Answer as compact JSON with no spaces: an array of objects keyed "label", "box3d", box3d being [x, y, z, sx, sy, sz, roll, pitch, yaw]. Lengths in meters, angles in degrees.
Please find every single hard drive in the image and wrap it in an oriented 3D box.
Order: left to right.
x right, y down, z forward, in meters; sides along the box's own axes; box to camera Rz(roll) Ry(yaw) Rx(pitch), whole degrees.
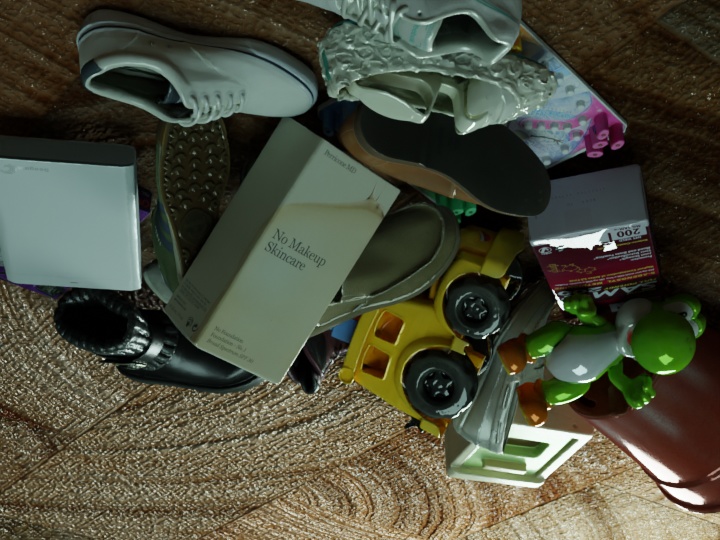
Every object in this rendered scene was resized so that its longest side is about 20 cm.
[{"label":"hard drive","box3d":[-0.271,-0.048,1.123,0.131,0.026,0.201,4,147,-6]}]

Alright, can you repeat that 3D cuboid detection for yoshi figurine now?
[{"label":"yoshi figurine","box3d":[0.239,0.079,1.174,0.199,0.113,0.113,-22,142,10]}]

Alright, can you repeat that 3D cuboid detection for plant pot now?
[{"label":"plant pot","box3d":[0.335,0.131,1.318,0.195,0.202,0.200,33,136,-29]}]

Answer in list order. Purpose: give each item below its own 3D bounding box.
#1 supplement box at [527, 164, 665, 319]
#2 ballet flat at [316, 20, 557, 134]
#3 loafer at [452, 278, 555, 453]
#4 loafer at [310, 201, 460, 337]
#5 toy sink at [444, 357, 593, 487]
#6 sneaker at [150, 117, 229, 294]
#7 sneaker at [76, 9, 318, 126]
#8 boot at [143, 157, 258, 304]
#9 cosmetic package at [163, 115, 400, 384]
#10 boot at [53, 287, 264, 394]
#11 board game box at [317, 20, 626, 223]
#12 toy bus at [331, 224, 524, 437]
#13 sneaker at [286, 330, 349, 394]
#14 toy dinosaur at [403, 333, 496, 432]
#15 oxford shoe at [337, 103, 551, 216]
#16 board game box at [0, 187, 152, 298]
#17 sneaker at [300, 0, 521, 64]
[{"label":"supplement box","box3d":[0.227,-0.022,1.159,0.108,0.061,0.200,-10,155,15]},{"label":"ballet flat","box3d":[0.060,-0.138,0.945,0.198,0.072,0.072,9,147,-15]},{"label":"loafer","box3d":[0.169,0.103,1.299,0.069,0.070,0.201,31,111,16]},{"label":"loafer","box3d":[0.000,0.000,1.113,0.199,0.076,0.067,-32,156,9]},{"label":"toy sink","box3d":[0.175,0.187,1.462,0.129,0.113,0.200,11,146,-16]},{"label":"sneaker","box3d":[-0.159,-0.060,1.075,0.067,0.090,0.202,-14,112,-28]},{"label":"sneaker","box3d":[-0.130,-0.146,0.973,0.198,0.071,0.073,9,147,-17]},{"label":"boot","box3d":[-0.128,-0.028,1.177,0.199,0.073,0.182,-10,145,28]},{"label":"cosmetic package","box3d":[-0.067,-0.017,1.038,0.103,0.073,0.201,28,97,-39]},{"label":"boot","box3d":[-0.201,0.071,1.283,0.209,0.080,0.158,-4,155,16]},{"label":"board game box","box3d":[0.098,-0.123,1.052,0.199,0.026,0.199,-25,140,33]},{"label":"toy bus","box3d":[0.050,0.031,1.198,0.191,0.136,0.201,25,112,9]},{"label":"sneaker","box3d":[-0.037,0.090,1.304,0.075,0.116,0.200,-21,142,30]},{"label":"toy dinosaur","box3d":[0.097,0.112,1.354,0.135,0.102,0.201,-34,144,-27]},{"label":"oxford shoe","box3d":[0.072,-0.095,1.026,0.199,0.072,0.071,20,165,-24]},{"label":"board game box","box3d":[-0.303,-0.041,1.184,0.119,0.033,0.200,18,144,-33]},{"label":"sneaker","box3d":[0.025,-0.201,0.881,0.198,0.081,0.071,6,149,-8]}]
